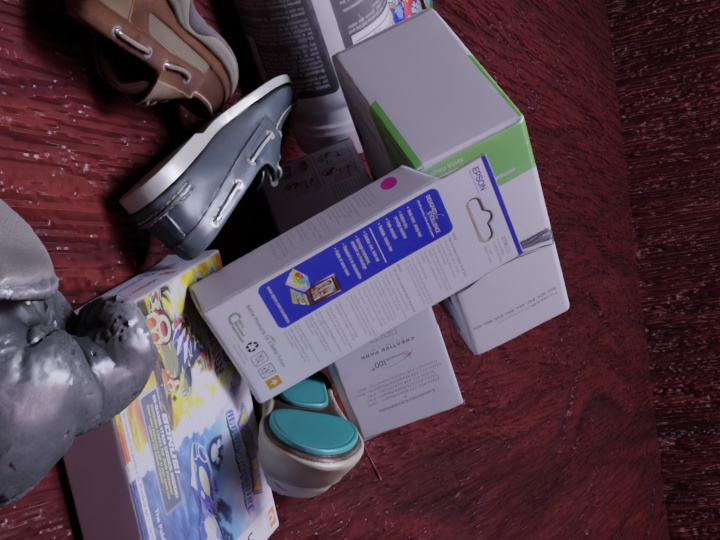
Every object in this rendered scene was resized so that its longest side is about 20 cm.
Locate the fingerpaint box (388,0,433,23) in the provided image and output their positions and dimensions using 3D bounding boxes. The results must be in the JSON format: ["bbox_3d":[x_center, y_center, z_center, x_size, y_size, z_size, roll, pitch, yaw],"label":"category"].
[{"bbox_3d":[0.009,-0.230,1.305,0.200,0.073,0.167,20,64,-68],"label":"fingerpaint box"}]

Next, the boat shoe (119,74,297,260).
[{"bbox_3d":[-0.088,-0.071,0.960,0.062,0.073,0.200,51,35,-9],"label":"boat shoe"}]

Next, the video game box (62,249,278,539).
[{"bbox_3d":[-0.117,0.105,0.880,0.182,0.047,0.200,-44,125,-69],"label":"video game box"}]

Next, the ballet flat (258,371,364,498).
[{"bbox_3d":[-0.038,0.113,0.944,0.200,0.069,0.070,-109,-174,-76],"label":"ballet flat"}]

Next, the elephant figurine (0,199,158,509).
[{"bbox_3d":[-0.193,-0.004,0.625,0.141,0.155,0.200,-34,112,-20],"label":"elephant figurine"}]

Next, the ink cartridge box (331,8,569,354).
[{"bbox_3d":[0.066,-0.059,1.017,0.146,0.084,0.200,58,-8,43],"label":"ink cartridge box"}]

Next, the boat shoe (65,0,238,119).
[{"bbox_3d":[-0.135,-0.141,0.898,0.072,0.076,0.200,-56,159,-10],"label":"boat shoe"}]

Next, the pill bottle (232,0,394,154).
[{"bbox_3d":[-0.034,-0.195,1.111,0.116,0.116,0.200,-70,148,-52],"label":"pill bottle"}]

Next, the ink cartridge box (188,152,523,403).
[{"bbox_3d":[0.000,0.000,0.906,0.037,0.200,0.095,60,-2,47],"label":"ink cartridge box"}]

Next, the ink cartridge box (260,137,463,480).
[{"bbox_3d":[0.002,0.027,1.074,0.200,0.084,0.176,-114,-177,-56],"label":"ink cartridge box"}]
